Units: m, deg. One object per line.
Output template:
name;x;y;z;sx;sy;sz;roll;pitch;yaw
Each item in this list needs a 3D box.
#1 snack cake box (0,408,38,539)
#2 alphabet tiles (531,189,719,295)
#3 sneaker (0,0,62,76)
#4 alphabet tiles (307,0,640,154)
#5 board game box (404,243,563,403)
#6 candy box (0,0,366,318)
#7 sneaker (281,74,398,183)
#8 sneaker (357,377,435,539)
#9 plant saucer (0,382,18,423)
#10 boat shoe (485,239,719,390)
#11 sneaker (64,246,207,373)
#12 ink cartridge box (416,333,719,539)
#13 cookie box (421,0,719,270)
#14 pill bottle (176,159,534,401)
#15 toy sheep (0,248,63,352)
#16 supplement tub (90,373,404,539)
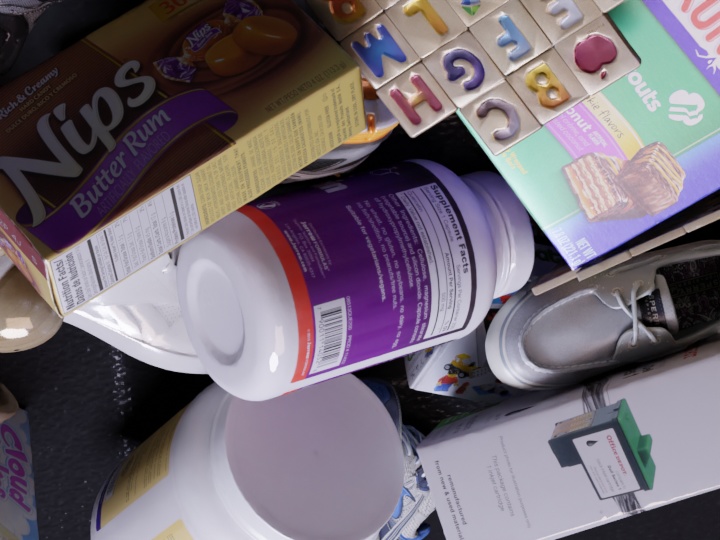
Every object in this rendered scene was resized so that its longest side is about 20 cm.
snack cake box;-0.264;0.182;1.606;0.115;0.200;0.067;-37;134;27
alphabet tiles;0.186;-0.029;1.512;0.166;0.006;0.200;-24;-178;15
sneaker;-0.157;-0.159;1.342;0.200;0.076;0.114;6;137;-11
alphabet tiles;0.050;-0.162;1.339;0.166;0.006;0.200;-31;104;29
board game box;0.145;0.045;1.670;0.200;0.035;0.126;12;135;-24
candy box;-0.111;-0.075;1.351;0.200;0.117;0.056;-32;147;-18
sneaker;-0.077;-0.083;1.446;0.200;0.078;0.077;4;150;-13
sneaker;0.019;0.128;1.721;0.085;0.077;0.200;-13;148;-13
plant saucer;-0.289;0.042;1.457;0.200;0.200;0.029;26;94;-35
boat shoe;0.173;0.021;1.578;0.201;0.070;0.071;-18;-178;-25
sneaker;-0.118;-0.009;1.520;0.200;0.074;0.116;19;134;-29
ink cartridge box;0.149;0.110;1.604;0.200;0.084;0.146;-19;-179;9
cookie box;0.156;-0.123;1.404;0.200;0.075;0.171;-31;109;20
pill bottle;0.000;0.000;1.500;0.200;0.112;0.113;-16;145;-31
toy sheep;-0.249;-0.025;1.430;0.200;0.138;0.138;39;131;8
supplement tub;-0.072;0.147;1.619;0.145;0.146;0.200;12;152;-25
